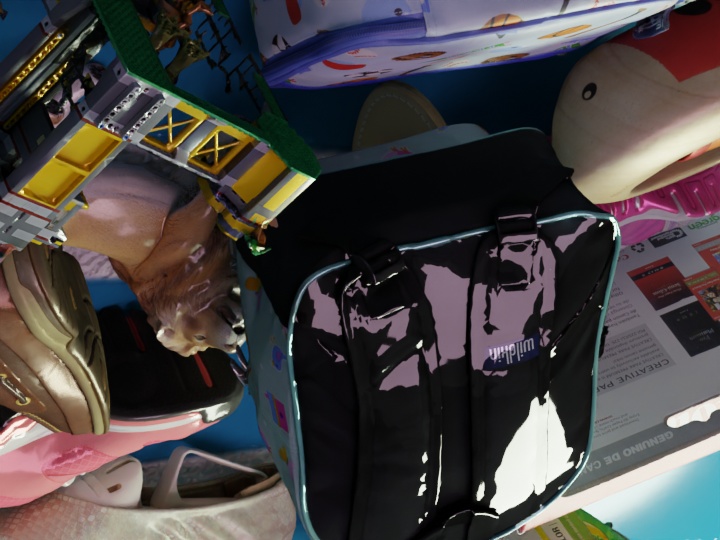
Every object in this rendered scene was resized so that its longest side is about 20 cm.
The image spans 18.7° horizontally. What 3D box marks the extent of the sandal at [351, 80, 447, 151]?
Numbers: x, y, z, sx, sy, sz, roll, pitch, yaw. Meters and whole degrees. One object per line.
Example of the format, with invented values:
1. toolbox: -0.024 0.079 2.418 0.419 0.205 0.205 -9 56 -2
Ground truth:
1. sandal: 0.004 0.003 1.163 0.070 0.078 0.212 -39 150 -35

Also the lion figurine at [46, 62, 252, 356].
1. lion figurine: -0.125 -0.030 1.082 0.200 0.073 0.123 22 123 -27

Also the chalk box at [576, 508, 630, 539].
1. chalk box: 0.127 0.238 1.390 0.124 0.200 0.125 35 125 -20

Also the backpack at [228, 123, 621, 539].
1. backpack: 0.027 0.037 1.065 0.175 0.153 0.201 -16 122 -17

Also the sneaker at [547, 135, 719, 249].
1. sneaker: 0.123 -0.045 1.211 0.200 0.082 0.088 -15 171 -37

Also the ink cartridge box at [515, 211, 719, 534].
1. ink cartridge box: 0.156 0.061 1.248 0.199 0.176 0.084 -20 136 -14

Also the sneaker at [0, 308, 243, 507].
1. sneaker: -0.162 0.080 1.160 0.199 0.074 0.087 -10 143 -15

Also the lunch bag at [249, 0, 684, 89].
1. lunch bag: 0.052 -0.133 1.037 0.199 0.076 0.160 -9 177 -23

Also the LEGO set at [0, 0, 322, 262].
1. LEGO set: -0.121 -0.076 0.947 0.116 0.200 0.154 -42 151 20

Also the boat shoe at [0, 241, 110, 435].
1. boat shoe: -0.160 0.028 1.023 0.067 0.072 0.200 -13 157 -1

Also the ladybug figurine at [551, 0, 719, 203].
1. ladybug figurine: 0.178 -0.097 1.126 0.200 0.072 0.136 -21 170 -30

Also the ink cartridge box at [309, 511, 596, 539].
1. ink cartridge box: 0.020 0.173 1.284 0.199 0.148 0.076 -18 133 -17

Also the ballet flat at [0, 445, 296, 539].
1. ballet flat: -0.122 0.129 1.235 0.200 0.067 0.063 5 97 -39
